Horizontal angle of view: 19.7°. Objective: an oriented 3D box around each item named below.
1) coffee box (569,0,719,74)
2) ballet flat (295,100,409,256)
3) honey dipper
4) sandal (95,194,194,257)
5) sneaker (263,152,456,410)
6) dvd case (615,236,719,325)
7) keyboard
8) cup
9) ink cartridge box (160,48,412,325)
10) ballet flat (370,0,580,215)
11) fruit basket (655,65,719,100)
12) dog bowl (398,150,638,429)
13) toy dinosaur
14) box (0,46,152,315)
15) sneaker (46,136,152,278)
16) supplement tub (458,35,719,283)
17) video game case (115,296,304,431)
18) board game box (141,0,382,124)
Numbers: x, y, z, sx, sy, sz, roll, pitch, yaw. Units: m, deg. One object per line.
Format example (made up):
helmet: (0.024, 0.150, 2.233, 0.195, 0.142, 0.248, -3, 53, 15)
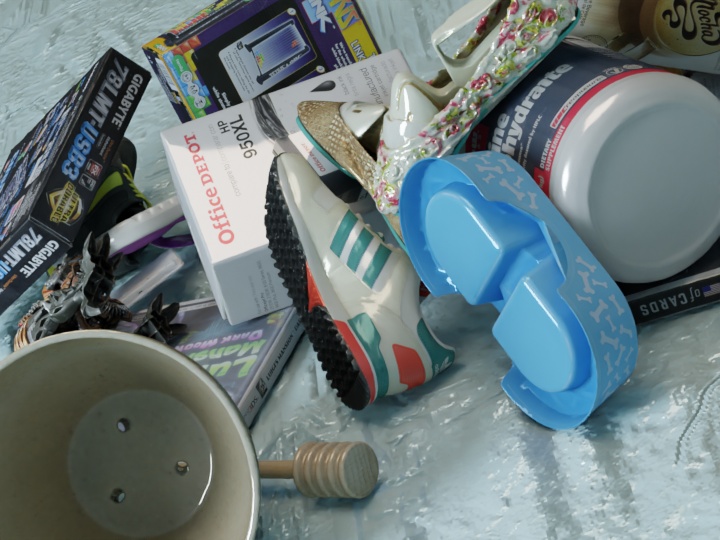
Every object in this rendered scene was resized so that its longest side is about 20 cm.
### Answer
coffee box: (0.244, -0.211, 1.502, 0.200, 0.113, 0.080, 7, 45, -9)
ballet flat: (0.026, -0.077, 1.470, 0.200, 0.070, 0.065, 48, 118, 34)
honey dipper: (-0.075, 0.134, 1.398, 0.200, 0.038, 0.038, -4, 34, 40)
sandal: (-0.142, -0.040, 1.751, 0.203, 0.050, 0.082, -27, 0, -38)
sneaker: (0.000, 0.000, 1.457, 0.093, 0.070, 0.200, -15, 63, -19)
dvd case: (0.231, -0.024, 1.417, 0.200, 0.025, 0.150, -18, 28, 19)
keyboard: (-0.227, 0.049, 1.680, 0.200, 0.011, 0.056, -37, 13, -5)
cup: (-0.154, 0.132, 1.334, 0.200, 0.201, 0.143, -24, 1, 5)
ink cartridge box: (-0.035, -0.064, 1.573, 0.200, 0.084, 0.145, -20, 54, -6)
ballet flat: (0.061, -0.127, 1.378, 0.200, 0.064, 0.076, -48, 24, 12)
fruit basket: (0.238, -0.156, 1.601, 0.200, 0.094, 0.185, -1, 38, 4)
dog bowl: (0.103, 0.007, 1.328, 0.050, 0.112, 0.200, -23, 66, -30)
toy dinosaur: (-0.217, 0.052, 1.593, 0.136, 0.102, 0.200, -29, 49, 29)
box: (-0.269, -0.064, 1.745, 0.198, 0.050, 0.200, -39, 25, 47)
sneaker: (-0.214, -0.049, 1.821, 0.085, 0.075, 0.200, -10, 39, 18)
supplement tub: (0.152, -0.082, 1.409, 0.140, 0.140, 0.200, -33, 27, -13)
video game case: (-0.145, 0.080, 1.571, 0.200, 0.023, 0.182, -10, 31, 29)
board game box: (-0.057, -0.135, 1.677, 0.165, 0.200, 0.057, -33, 24, -15)
